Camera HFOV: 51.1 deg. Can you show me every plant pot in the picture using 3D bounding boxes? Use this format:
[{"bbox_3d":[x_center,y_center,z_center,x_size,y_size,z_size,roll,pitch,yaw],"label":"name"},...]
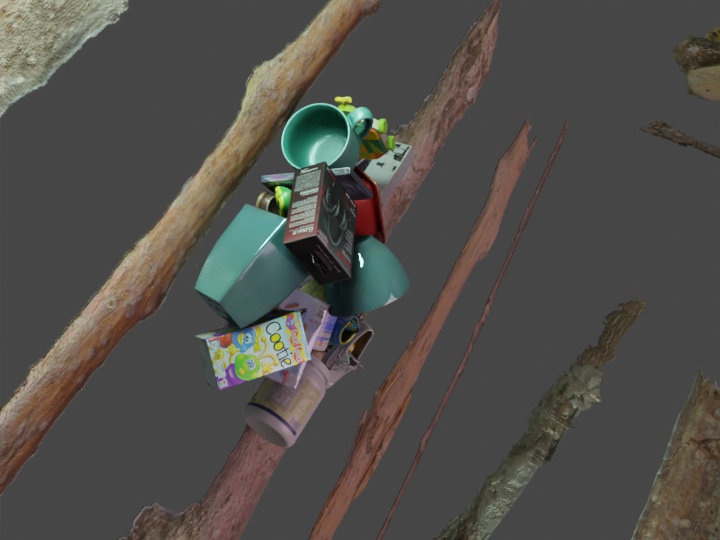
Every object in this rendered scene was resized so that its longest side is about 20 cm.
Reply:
[{"bbox_3d":[0.000,0.000,1.689,0.200,0.198,0.136,-36,111,-50],"label":"plant pot"},{"bbox_3d":[-0.216,0.002,1.483,0.201,0.140,0.142,-51,134,-19],"label":"plant pot"}]

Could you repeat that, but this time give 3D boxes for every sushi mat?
[{"bbox_3d":[-0.100,0.065,1.729,0.200,0.012,0.097,-43,122,-38],"label":"sushi mat"}]

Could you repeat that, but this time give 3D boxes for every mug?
[{"bbox_3d":[-0.062,-0.258,1.585,0.114,0.182,0.154,42,54,-67],"label":"mug"}]

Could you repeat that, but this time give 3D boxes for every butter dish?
[{"bbox_3d":[-0.049,-0.148,1.735,0.147,0.200,0.201,-31,141,-19],"label":"butter dish"}]

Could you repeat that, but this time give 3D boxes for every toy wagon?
[{"bbox_3d":[-0.013,-0.313,1.676,0.200,0.153,0.040,52,48,-61],"label":"toy wagon"}]

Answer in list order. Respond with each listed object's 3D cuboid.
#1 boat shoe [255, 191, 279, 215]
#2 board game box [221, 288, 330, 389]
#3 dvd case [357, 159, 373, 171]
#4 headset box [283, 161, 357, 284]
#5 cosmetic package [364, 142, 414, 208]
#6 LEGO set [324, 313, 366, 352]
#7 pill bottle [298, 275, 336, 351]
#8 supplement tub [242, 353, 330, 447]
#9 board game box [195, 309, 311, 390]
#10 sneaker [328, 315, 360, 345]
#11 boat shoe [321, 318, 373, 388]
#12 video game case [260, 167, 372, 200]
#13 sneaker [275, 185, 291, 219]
[{"bbox_3d":[-0.171,-0.081,1.623,0.071,0.070,0.201,-50,147,-31],"label":"boat shoe"},{"bbox_3d":[-0.190,0.124,1.616,0.198,0.041,0.202,28,78,-22],"label":"board game box"},{"bbox_3d":[0.005,-0.230,1.933,0.200,0.024,0.152,-46,145,-44],"label":"dvd case"},{"bbox_3d":[-0.075,-0.083,1.465,0.149,0.076,0.202,51,34,-46],"label":"headset box"},{"bbox_3d":[0.056,-0.240,1.906,0.201,0.082,0.051,-58,150,-27],"label":"cosmetic package"},{"bbox_3d":[-0.030,0.145,2.017,0.202,0.115,0.154,-65,154,-11],"label":"LEGO set"},{"bbox_3d":[-0.104,0.083,1.829,0.112,0.111,0.202,21,89,-65],"label":"pill bottle"},{"bbox_3d":[-0.173,0.303,1.804,0.201,0.144,0.146,-56,152,-29],"label":"supplement tub"},{"bbox_3d":[-0.216,0.157,1.522,0.198,0.103,0.106,-17,97,-25],"label":"board game box"},{"bbox_3d":[-0.048,0.097,1.904,0.079,0.129,0.203,20,77,-53],"label":"sneaker"},{"bbox_3d":[-0.030,0.226,1.915,0.203,0.086,0.074,-53,132,-3],"label":"boat shoe"},{"bbox_3d":[-0.090,-0.173,1.577,0.143,0.197,0.019,38,54,-65],"label":"video game case"},{"bbox_3d":[-0.119,-0.134,1.582,0.200,0.083,0.075,32,42,-66],"label":"sneaker"}]
